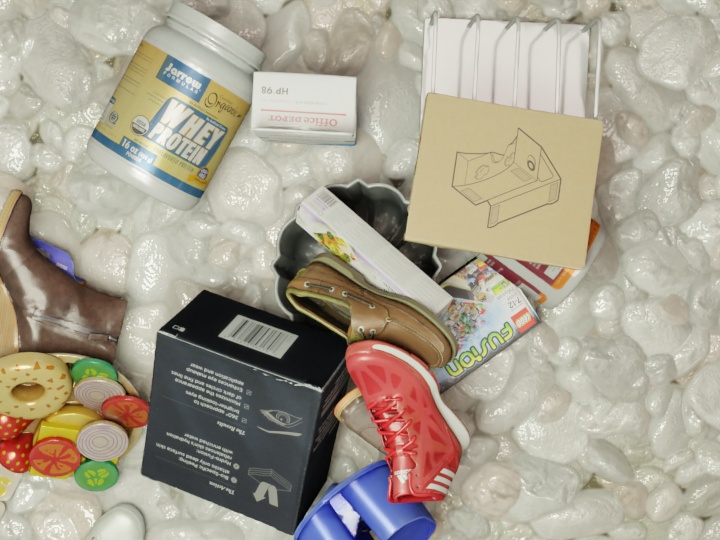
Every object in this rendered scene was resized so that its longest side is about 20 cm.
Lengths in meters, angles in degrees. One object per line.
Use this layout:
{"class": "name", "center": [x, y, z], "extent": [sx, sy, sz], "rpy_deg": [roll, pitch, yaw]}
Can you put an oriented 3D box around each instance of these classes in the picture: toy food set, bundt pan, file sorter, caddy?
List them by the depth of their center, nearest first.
{"class": "caddy", "center": [0.002, 0.285, 1.308], "extent": [0.141, 0.200, 0.105], "rpy_deg": [-41, 68, -2]}
{"class": "file sorter", "center": [0.172, -0.222, 1.317], "extent": [0.197, 0.125, 0.141], "rpy_deg": [2, 94, -1]}
{"class": "toy food set", "center": [-0.344, 0.173, 1.332], "extent": [0.195, 0.049, 0.202], "rpy_deg": [10, 123, -17]}
{"class": "bundt pan", "center": [0.000, 0.000, 1.337], "extent": [0.199, 0.076, 0.205], "rpy_deg": [-2, 82, 10]}

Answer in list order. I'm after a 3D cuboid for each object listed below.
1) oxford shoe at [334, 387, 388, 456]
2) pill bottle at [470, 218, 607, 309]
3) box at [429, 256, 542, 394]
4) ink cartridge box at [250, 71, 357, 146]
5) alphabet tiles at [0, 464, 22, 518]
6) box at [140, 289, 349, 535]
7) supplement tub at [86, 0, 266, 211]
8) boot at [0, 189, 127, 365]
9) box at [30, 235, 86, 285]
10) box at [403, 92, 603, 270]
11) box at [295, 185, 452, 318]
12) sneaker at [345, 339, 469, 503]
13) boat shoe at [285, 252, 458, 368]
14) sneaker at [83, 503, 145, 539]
{"class": "oxford shoe", "center": [0.046, 0.183, 1.306], "extent": [0.071, 0.199, 0.073], "rpy_deg": [-47, 49, 13]}
{"class": "pill bottle", "center": [0.170, -0.058, 1.309], "extent": [0.199, 0.114, 0.115], "rpy_deg": [36, 93, 0]}
{"class": "box", "center": [0.106, 0.073, 1.377], "extent": [0.199, 0.035, 0.111], "rpy_deg": [-36, 92, 2]}
{"class": "ink cartridge box", "center": [-0.059, -0.179, 1.280], "extent": [0.114, 0.200, 0.068], "rpy_deg": [3, 93, -1]}
{"class": "alphabet tiles", "center": [-0.497, 0.247, 1.336], "extent": [0.199, 0.015, 0.197], "rpy_deg": [27, 93, -41]}
{"class": "box", "center": [-0.128, 0.157, 1.289], "extent": [0.194, 0.118, 0.202], "rpy_deg": [19, 118, 12]}
{"class": "supplement tub", "center": [-0.207, -0.186, 1.306], "extent": [0.143, 0.145, 0.202], "rpy_deg": [29, 93, -2]}
{"class": "boot", "center": [-0.352, 0.019, 1.331], "extent": [0.164, 0.072, 0.203], "rpy_deg": [11, 92, -14]}
{"class": "box", "center": [-0.414, 0.058, 1.374], "extent": [0.118, 0.041, 0.202], "rpy_deg": [25, 90, -2]}
{"class": "box", "center": [0.155, -0.097, 1.243], "extent": [0.197, 0.021, 0.166], "rpy_deg": [9, 86, -2]}
{"class": "box", "center": [0.013, -0.013, 1.271], "extent": [0.199, 0.039, 0.041], "rpy_deg": [40, 56, 13]}
{"class": "sneaker", "center": [0.045, 0.171, 1.212], "extent": [0.078, 0.116, 0.200], "rpy_deg": [-22, 125, 37]}
{"class": "boat shoe", "center": [0.009, 0.058, 1.242], "extent": [0.198, 0.068, 0.073], "rpy_deg": [28, 136, 23]}
{"class": "sneaker", "center": [-0.322, 0.376, 1.370], "extent": [0.072, 0.085, 0.202], "rpy_deg": [30, 91, 0]}
